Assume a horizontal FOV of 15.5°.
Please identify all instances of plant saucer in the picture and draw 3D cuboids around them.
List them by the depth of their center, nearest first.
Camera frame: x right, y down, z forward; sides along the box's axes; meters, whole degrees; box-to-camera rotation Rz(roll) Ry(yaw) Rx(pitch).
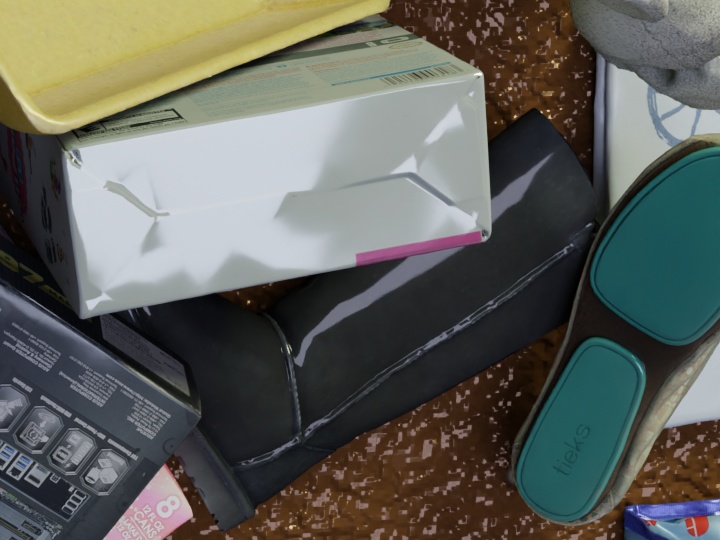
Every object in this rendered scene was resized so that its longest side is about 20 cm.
[{"bbox_3d":[-0.110,-0.141,0.933,0.200,0.048,0.200,-26,79,-49],"label":"plant saucer"}]

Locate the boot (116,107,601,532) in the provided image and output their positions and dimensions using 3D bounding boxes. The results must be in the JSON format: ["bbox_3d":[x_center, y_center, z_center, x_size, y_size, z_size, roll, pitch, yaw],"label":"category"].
[{"bbox_3d":[0.000,0.000,1.051,0.199,0.066,0.165,-30,143,-4],"label":"boot"}]

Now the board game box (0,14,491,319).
[{"bbox_3d":[-0.052,-0.050,0.968,0.147,0.200,0.065,-10,108,-13],"label":"board game box"}]

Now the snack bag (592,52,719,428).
[{"bbox_3d":[0.193,-0.031,1.144,0.199,0.021,0.190,-6,107,-14],"label":"snack bag"}]

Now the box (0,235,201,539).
[{"bbox_3d":[-0.180,0.048,0.928,0.200,0.051,0.158,35,102,-19],"label":"box"}]

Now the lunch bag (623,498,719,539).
[{"bbox_3d":[0.188,0.194,1.107,0.094,0.200,0.151,-9,108,-13],"label":"lunch bag"}]

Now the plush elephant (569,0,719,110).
[{"bbox_3d":[0.114,-0.149,1.008,0.200,0.165,0.155,-38,72,12],"label":"plush elephant"}]

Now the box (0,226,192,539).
[{"bbox_3d":[-0.162,0.031,1.011,0.094,0.103,0.200,-35,111,-5],"label":"box"}]

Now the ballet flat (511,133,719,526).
[{"bbox_3d":[0.118,0.017,1.082,0.067,0.062,0.200,37,121,12],"label":"ballet flat"}]
